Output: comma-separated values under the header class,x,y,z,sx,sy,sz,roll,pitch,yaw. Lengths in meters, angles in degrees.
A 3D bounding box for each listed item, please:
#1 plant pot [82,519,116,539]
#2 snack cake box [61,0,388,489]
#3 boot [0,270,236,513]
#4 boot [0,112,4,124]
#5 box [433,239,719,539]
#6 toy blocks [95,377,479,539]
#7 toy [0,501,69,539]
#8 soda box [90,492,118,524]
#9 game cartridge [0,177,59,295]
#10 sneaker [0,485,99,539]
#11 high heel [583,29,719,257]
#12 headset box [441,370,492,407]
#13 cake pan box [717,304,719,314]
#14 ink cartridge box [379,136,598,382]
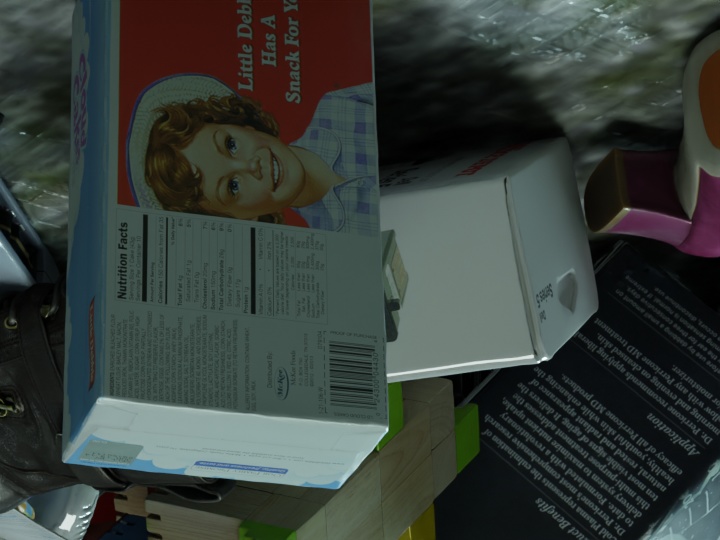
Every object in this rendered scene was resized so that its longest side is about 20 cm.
class,x,y,z,sx,sy,sz,roll,pitch,yaw
plant pot,-0.147,0.229,1.516,0.194,0.202,0.201,-15,155,9
snack cake box,-0.055,-0.023,1.029,0.114,0.201,0.067,7,153,-16
boot,-0.149,0.020,1.103,0.174,0.201,0.069,-19,-164,38
boot,-0.190,-0.097,1.023,0.203,0.074,0.153,-13,157,41
box,0.118,0.127,1.339,0.197,0.124,0.200,-43,153,-12
toy blocks,-0.050,0.092,1.178,0.136,0.100,0.200,9,-154,26
toy,-0.213,0.085,1.308,0.200,0.047,0.115,31,166,-29
soda box,-0.105,0.160,1.623,0.199,0.068,0.064,-6,156,13
game cartridge,-0.229,-0.020,1.247,0.133,0.041,0.200,-7,156,6
sneaker,-0.233,0.103,1.438,0.129,0.080,0.199,20,179,-32
high heel,0.179,-0.054,1.136,0.096,0.068,0.200,3,155,-21
headset box,0.012,0.077,1.422,0.148,0.078,0.200,-8,154,16
cake pan box,0.279,0.018,1.323,0.183,0.053,0.200,2,157,0
ink cartridge box,-0.007,0.001,1.165,0.199,0.084,0.145,-8,-173,16
